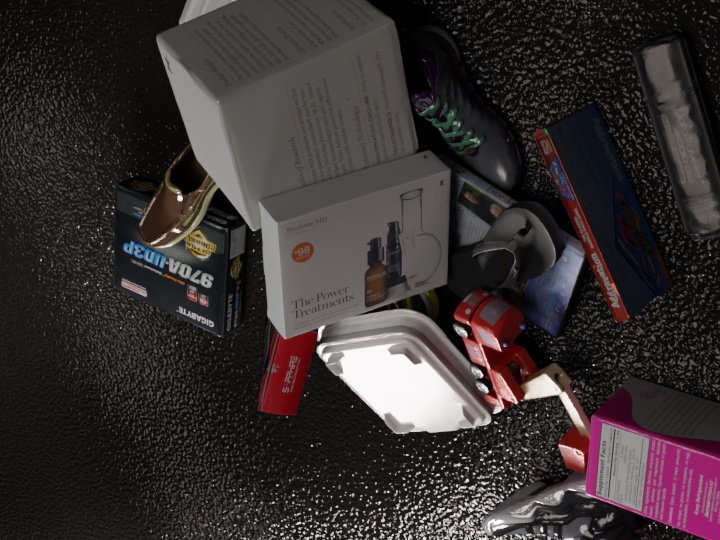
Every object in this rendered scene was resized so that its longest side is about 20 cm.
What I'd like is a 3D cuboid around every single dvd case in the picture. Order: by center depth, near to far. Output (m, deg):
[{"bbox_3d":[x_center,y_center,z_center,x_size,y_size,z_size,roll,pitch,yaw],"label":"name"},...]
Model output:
[{"bbox_3d":[0.148,-0.025,1.338,0.200,0.018,0.143,35,145,21],"label":"dvd case"}]

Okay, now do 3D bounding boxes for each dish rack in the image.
[{"bbox_3d":[0.051,0.126,1.427,0.171,0.044,0.200,-12,134,39],"label":"dish rack"}]

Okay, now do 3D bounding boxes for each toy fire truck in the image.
[{"bbox_3d":[0.185,0.118,1.341,0.141,0.049,0.200,22,146,42],"label":"toy fire truck"}]

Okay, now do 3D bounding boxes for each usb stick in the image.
[{"bbox_3d":[0.309,-0.127,1.185,0.055,0.033,0.201,-13,101,33],"label":"usb stick"}]

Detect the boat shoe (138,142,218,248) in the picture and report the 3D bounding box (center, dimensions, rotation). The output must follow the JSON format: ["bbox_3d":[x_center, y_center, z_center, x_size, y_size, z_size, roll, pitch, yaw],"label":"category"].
[{"bbox_3d":[-0.219,-0.108,1.537,0.202,0.075,0.075,-48,67,21],"label":"boat shoe"}]

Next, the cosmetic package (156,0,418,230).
[{"bbox_3d":[-0.074,-0.182,1.289,0.167,0.200,0.167,49,160,46],"label":"cosmetic package"}]

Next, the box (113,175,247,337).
[{"bbox_3d":[-0.240,-0.021,1.648,0.200,0.046,0.159,22,121,28],"label":"box"}]

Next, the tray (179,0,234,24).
[{"bbox_3d":[-0.152,-0.336,1.457,0.107,0.022,0.200,42,129,14],"label":"tray"}]

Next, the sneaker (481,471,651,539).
[{"bbox_3d":[0.231,0.294,1.401,0.200,0.075,0.114,-30,88,40],"label":"sneaker"}]

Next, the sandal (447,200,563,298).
[{"bbox_3d":[0.144,-0.009,1.302,0.076,0.043,0.200,49,147,0],"label":"sandal"}]

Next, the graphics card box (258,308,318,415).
[{"bbox_3d":[-0.082,0.059,1.469,0.051,0.200,0.126,10,123,-9],"label":"graphics card box"}]

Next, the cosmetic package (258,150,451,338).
[{"bbox_3d":[-0.003,-0.028,1.301,0.052,0.200,0.151,47,149,47],"label":"cosmetic package"}]

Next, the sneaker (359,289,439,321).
[{"bbox_3d":[0.000,0.000,1.441,0.200,0.085,0.075,39,135,17],"label":"sneaker"}]

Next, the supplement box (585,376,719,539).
[{"bbox_3d":[0.340,0.195,1.258,0.200,0.101,0.104,18,120,32],"label":"supplement box"}]

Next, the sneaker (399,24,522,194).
[{"bbox_3d":[0.090,-0.158,1.303,0.074,0.087,0.200,-34,87,42],"label":"sneaker"}]

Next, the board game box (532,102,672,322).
[{"bbox_3d":[0.240,-0.059,1.222,0.019,0.103,0.200,-20,96,44],"label":"board game box"}]
